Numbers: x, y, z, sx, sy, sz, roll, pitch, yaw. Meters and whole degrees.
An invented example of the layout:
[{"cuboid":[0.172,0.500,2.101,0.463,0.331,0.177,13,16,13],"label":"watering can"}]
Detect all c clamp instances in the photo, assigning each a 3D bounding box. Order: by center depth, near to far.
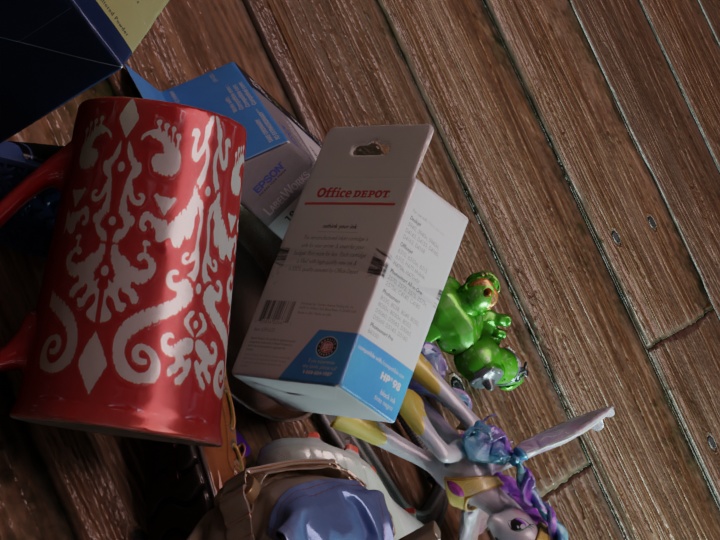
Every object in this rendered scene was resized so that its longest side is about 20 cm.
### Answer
[{"cuboid":[0.023,0.117,1.530,0.201,0.027,0.171,61,29,-3],"label":"c clamp"}]

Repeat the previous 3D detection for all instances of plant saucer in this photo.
[{"cuboid":[-0.095,0.024,1.404,0.200,0.032,0.201,39,36,-35],"label":"plant saucer"}]

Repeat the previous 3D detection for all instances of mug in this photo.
[{"cuboid":[-0.153,-0.002,1.164,0.177,0.133,0.201,14,80,-38],"label":"mug"}]

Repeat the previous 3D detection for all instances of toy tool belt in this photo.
[{"cuboid":[-0.040,0.182,1.154,0.200,0.122,0.126,-15,98,-61],"label":"toy tool belt"}]

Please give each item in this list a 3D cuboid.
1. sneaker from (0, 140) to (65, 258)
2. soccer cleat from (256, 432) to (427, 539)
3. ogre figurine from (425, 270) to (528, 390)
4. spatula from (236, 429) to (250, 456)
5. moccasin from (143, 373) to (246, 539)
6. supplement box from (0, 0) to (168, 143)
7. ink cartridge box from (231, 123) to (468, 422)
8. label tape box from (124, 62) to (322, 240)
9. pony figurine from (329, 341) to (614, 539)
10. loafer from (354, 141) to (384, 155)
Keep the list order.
[{"cuboid":[-0.189,-0.051,1.272,0.199,0.070,0.078,22,31,-34],"label":"sneaker"},{"cuboid":[-0.004,0.189,1.390,0.200,0.069,0.078,42,38,-38],"label":"soccer cleat"},{"cuboid":[0.077,0.032,1.627,0.120,0.097,0.201,-75,149,-74],"label":"ogre figurine"},{"cuboid":[-0.080,0.171,1.323,0.056,0.020,0.201,3,65,-70],"label":"spatula"},{"cuboid":[-0.106,0.133,1.260,0.078,0.073,0.203,12,56,-50],"label":"moccasin"},{"cuboid":[-0.227,-0.180,1.183,0.135,0.199,0.200,53,29,-20],"label":"supplement box"},{"cuboid":[0.000,0.000,1.341,0.067,0.115,0.201,35,68,-39],"label":"ink cartridge box"},{"cuboid":[-0.076,-0.090,1.445,0.200,0.063,0.144,41,9,-36],"label":"label tape box"},{"cuboid":[0.090,0.146,1.455,0.200,0.167,0.193,43,23,5],"label":"pony figurine"},{"cuboid":[-0.007,-0.024,1.552,0.076,0.067,0.201,34,40,-36],"label":"loafer"}]
